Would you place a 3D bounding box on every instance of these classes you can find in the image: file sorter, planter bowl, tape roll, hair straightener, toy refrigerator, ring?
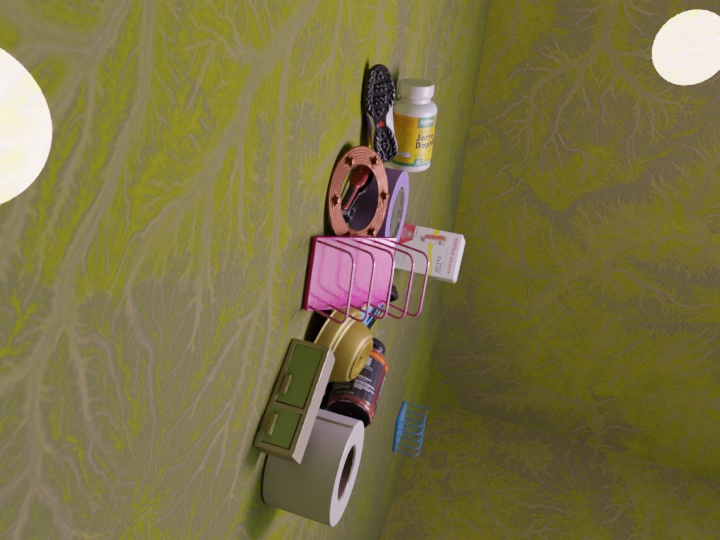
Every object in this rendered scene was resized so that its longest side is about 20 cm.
[{"bbox_3d":[0.016,0.019,1.135,0.199,0.125,0.141,-2,107,-40],"label":"file sorter"},{"bbox_3d":[0.233,0.743,2.840,0.139,0.121,0.202,-55,154,-56],"label":"file sorter"},{"bbox_3d":[-0.030,0.166,1.261,0.201,0.083,0.201,-55,162,-27],"label":"planter bowl"},{"bbox_3d":[-0.088,0.375,1.186,0.203,0.138,0.205,12,90,-76],"label":"tape roll"},{"bbox_3d":[-0.008,-0.146,1.254,0.077,0.040,0.201,81,25,-56],"label":"hair straightener"},{"bbox_3d":[-0.115,0.229,1.084,0.070,0.075,0.202,76,30,-61],"label":"toy refrigerator"},{"bbox_3d":[0.046,-0.135,1.395,0.200,0.084,0.202,12,90,-77],"label":"tape roll"},{"bbox_3d":[0.003,-0.144,1.205,0.200,0.019,0.203,-21,117,-52],"label":"ring"}]

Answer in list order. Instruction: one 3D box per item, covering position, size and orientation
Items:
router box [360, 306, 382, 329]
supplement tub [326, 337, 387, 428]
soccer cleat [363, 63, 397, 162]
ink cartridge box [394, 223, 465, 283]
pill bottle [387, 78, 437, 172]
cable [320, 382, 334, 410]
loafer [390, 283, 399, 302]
[{"bbox_3d":[0.011,0.073,1.498,0.200,0.051,0.151,-50,149,-59],"label":"router box"},{"bbox_3d":[0.001,0.243,1.354,0.201,0.106,0.108,-67,163,-46],"label":"supplement tub"},{"bbox_3d":[0.037,-0.328,1.262,0.073,0.067,0.202,-116,-166,-56],"label":"soccer cleat"},{"bbox_3d":[0.213,-0.055,1.894,0.083,0.198,0.147,32,71,-75],"label":"ink cartridge box"},{"bbox_3d":[0.125,-0.350,1.464,0.113,0.112,0.202,-56,154,-57],"label":"pill bottle"},{"bbox_3d":[-0.063,0.336,1.436,0.200,0.050,0.165,55,49,-73],"label":"cable"},{"bbox_3d":[0.013,0.009,1.277,0.199,0.073,0.072,34,50,-42],"label":"loafer"}]
